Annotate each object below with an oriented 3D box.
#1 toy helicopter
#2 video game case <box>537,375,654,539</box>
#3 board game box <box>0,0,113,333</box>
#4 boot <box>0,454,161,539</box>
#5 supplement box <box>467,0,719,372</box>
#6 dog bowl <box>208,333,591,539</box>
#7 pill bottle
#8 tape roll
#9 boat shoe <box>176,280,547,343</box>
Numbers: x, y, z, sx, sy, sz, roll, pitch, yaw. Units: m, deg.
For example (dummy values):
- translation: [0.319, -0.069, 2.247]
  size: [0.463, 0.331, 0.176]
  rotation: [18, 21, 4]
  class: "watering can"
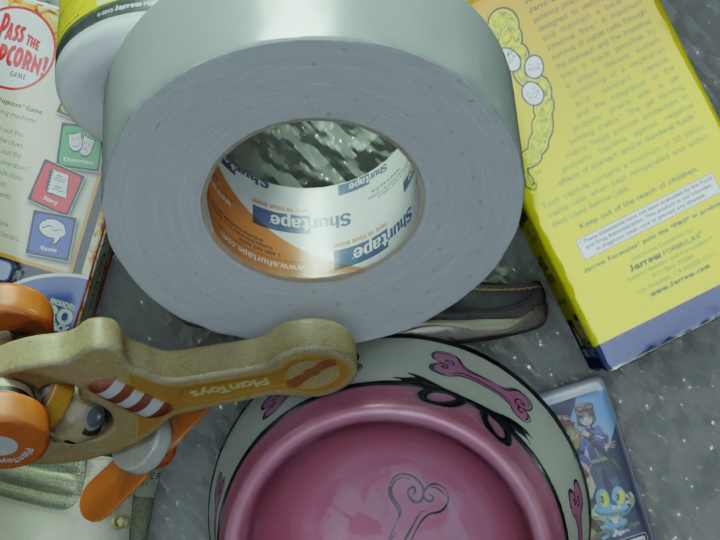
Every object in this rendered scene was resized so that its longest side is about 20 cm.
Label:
- translation: [-0.096, 0.062, 1.145]
  size: [0.199, 0.133, 0.079]
  rotation: [-10, 54, 9]
  class: "toy helicopter"
- translation: [0.061, 0.171, 1.251]
  size: [0.199, 0.023, 0.183]
  rotation: [-17, 88, 2]
  class: "video game case"
- translation: [-0.200, -0.048, 1.253]
  size: [0.151, 0.046, 0.201]
  rotation: [17, 89, 3]
  class: "board game box"
- translation: [-0.119, 0.175, 1.232]
  size: [0.199, 0.072, 0.156]
  rotation: [14, 87, 6]
  class: "boot"
- translation: [0.125, -0.060, 1.213]
  size: [0.109, 0.109, 0.201]
  rotation: [-26, 87, 0]
  class: "supplement box"
- translation: [0.016, 0.137, 1.182]
  size: [0.199, 0.074, 0.201]
  rotation: [1, 103, 5]
  class: "dog bowl"
- translation: [-0.094, -0.166, 1.194]
  size: [0.111, 0.112, 0.201]
  rotation: [-1, 58, 2]
  class: "pill bottle"
- translation: [-0.023, -0.054, 1.114]
  size: [0.199, 0.201, 0.066]
  rotation: [-6, 45, 2]
  class: "tape roll"
- translation: [0.000, 0.000, 1.233]
  size: [0.199, 0.074, 0.074]
  rotation: [3, 88, 1]
  class: "boat shoe"
